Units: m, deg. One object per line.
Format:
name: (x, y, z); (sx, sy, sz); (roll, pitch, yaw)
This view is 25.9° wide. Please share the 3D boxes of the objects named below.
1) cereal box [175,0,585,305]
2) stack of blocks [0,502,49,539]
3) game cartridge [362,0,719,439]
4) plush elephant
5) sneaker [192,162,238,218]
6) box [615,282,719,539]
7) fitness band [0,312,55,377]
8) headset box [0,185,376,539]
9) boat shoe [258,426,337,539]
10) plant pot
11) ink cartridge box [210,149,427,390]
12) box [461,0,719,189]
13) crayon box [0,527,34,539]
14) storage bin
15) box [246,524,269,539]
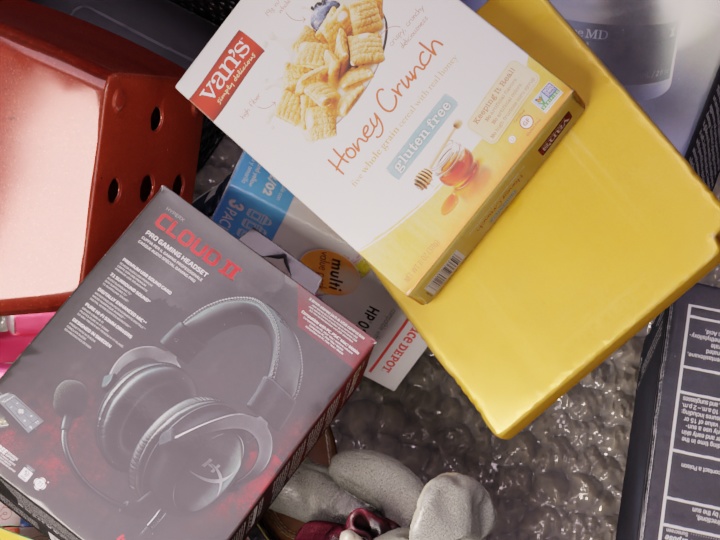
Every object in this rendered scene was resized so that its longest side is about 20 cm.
cereal box: (0.007, -0.098, 0.883); (0.200, 0.039, 0.144); (41, 95, 22)
stack of blocks: (-0.171, 0.175, 0.932); (0.113, 0.059, 0.202); (1, 65, -3)
game cartridge: (0.087, -0.038, 0.882); (0.176, 0.032, 0.201); (-40, 71, 9)
plush elephant: (0.004, 0.179, 0.878); (0.197, 0.155, 0.167); (12, 77, 9)
sneaker: (-0.072, -0.053, 1.078); (0.199, 0.085, 0.075); (-38, 72, -7)
box: (0.268, 0.137, 0.989); (0.197, 0.124, 0.200); (12, 62, 5)
fitness band: (-0.168, 0.052, 0.953); (0.197, 0.144, 0.038); (-2, 102, -5)
headset box: (-0.097, 0.066, 0.845); (0.148, 0.077, 0.201); (36, 69, 7)
boat shoe: (-0.057, 0.088, 1.028); (0.071, 0.068, 0.202); (-13, 65, -9)
plant pot: (-0.206, -0.065, 0.967); (0.174, 0.200, 0.203); (11, 98, 18)
ink cartridge box: (0.000, 0.000, 0.988); (0.198, 0.115, 0.068); (26, 52, -6)
box: (0.133, -0.122, 0.981); (0.198, 0.123, 0.200); (18, 76, 22)
crayon box: (-0.185, 0.212, 0.849); (0.198, 0.058, 0.120); (20, 65, 5)
storage bin: (-0.178, -0.175, 1.139); (0.198, 0.094, 0.136); (28, 65, 10)
box: (-0.164, 0.162, 0.999); (0.159, 0.049, 0.201); (-33, 70, -15)
